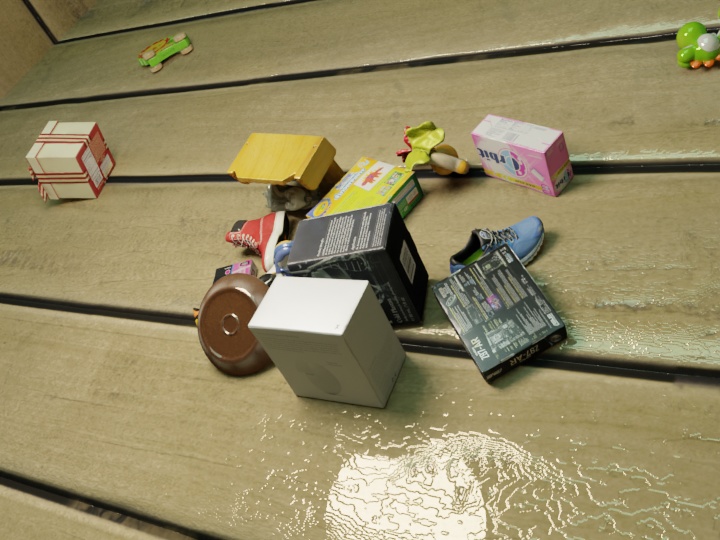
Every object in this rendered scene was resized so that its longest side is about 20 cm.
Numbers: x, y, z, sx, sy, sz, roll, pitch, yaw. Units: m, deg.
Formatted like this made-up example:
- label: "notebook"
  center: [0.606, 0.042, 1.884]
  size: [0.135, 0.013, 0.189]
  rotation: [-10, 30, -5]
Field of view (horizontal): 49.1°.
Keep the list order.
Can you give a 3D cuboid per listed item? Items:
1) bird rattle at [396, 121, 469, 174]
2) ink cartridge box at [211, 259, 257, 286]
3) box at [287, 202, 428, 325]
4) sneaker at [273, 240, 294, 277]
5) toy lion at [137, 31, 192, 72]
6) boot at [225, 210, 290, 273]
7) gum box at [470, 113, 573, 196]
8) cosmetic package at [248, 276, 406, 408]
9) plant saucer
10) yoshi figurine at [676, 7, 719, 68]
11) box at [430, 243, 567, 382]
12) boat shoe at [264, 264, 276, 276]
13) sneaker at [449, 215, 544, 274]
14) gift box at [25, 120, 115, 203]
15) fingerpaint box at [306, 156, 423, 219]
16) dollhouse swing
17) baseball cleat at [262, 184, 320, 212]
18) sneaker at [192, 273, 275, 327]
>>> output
- label: "bird rattle"
  center: [0.153, -0.238, 1.684]
  size: [0.161, 0.200, 0.114]
  rotation: [22, 92, 2]
- label: "ink cartridge box"
  center: [-0.282, 0.067, 1.699]
  size: [0.093, 0.037, 0.202]
  rotation: [-14, 45, 17]
- label: "box"
  center: [0.000, 0.000, 1.458]
  size: [0.194, 0.201, 0.125]
  rotation: [-8, 44, 24]
- label: "sneaker"
  center: [-0.132, 0.029, 1.536]
  size: [0.074, 0.202, 0.089]
  rotation: [1, 51, 0]
- label: "toy lion"
  center: [-0.698, -0.783, 2.791]
  size: [0.198, 0.069, 0.192]
  rotation: [-30, 33, 0]
- label: "boot"
  center: [-0.235, -0.052, 1.746]
  size: [0.142, 0.073, 0.201]
  rotation: [-9, 36, 7]
- label: "gum box"
  center: [0.319, -0.234, 1.584]
  size: [0.066, 0.114, 0.199]
  rotation: [-45, 43, -18]
- label: "cosmetic package"
  center: [-0.054, 0.122, 1.379]
  size: [0.197, 0.201, 0.124]
  rotation: [3, 49, 32]
- label: "plant saucer"
  center: [-0.246, 0.106, 1.543]
  size: [0.197, 0.037, 0.204]
  rotation: [-1, 87, 24]
- label: "yoshi figurine"
  center: [0.736, -0.491, 1.615]
  size: [0.197, 0.113, 0.112]
  rotation: [-22, 25, 12]
- label: "box"
  center: [0.234, 0.069, 1.352]
  size: [0.159, 0.044, 0.201]
  rotation: [-30, 52, 0]
- label: "boat shoe"
  center: [-0.138, -0.007, 1.627]
  size: [0.199, 0.071, 0.070]
  rotation: [-32, 31, 38]
- label: "sneaker"
  center: [0.250, -0.042, 1.450]
  size: [0.198, 0.090, 0.079]
  rotation: [-33, 41, -4]
- label: "gift box"
  center: [-0.849, -0.306, 2.304]
  size: [0.183, 0.202, 0.186]
  rotation: [3, 44, 12]
- label: "fingerpaint box"
  center: [0.010, -0.140, 1.703]
  size: [0.166, 0.074, 0.200]
  rotation: [22, 62, 42]
- label: "dollhouse swing"
  center: [-0.156, -0.209, 1.787]
  size: [0.197, 0.177, 0.183]
  rotation: [8, 54, 28]
- label: "baseball cleat"
  center: [-0.154, -0.167, 1.845]
  size: [0.105, 0.071, 0.199]
  rotation: [-4, 13, -27]
- label: "sneaker"
  center: [-0.263, 0.054, 1.609]
  size: [0.199, 0.070, 0.091]
  rotation: [-40, 71, 11]
